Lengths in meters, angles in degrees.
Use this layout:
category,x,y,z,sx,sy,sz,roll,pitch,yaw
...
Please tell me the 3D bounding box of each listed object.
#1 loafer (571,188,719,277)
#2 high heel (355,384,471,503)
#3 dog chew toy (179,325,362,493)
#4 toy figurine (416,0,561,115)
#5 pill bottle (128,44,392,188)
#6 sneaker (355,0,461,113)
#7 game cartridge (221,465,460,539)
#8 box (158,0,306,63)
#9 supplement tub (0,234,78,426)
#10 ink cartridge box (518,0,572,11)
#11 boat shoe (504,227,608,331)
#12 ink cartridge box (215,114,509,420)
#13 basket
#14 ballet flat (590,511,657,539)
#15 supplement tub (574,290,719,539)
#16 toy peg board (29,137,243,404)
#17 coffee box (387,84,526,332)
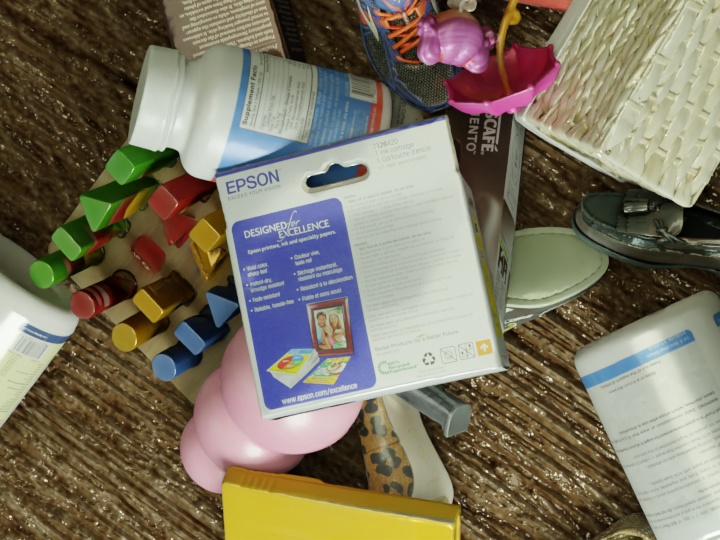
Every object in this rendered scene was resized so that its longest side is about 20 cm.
category,x,y,z,sx,sy,sz,roll,pitch,yaw
loafer,0.275,-0.036,1.489,0.199,0.063,0.072,16,49,5
high heel,0.014,0.164,1.571,0.142,0.071,0.201,35,116,37
dog chew toy,-0.084,0.119,1.539,0.125,0.124,0.200,51,126,7
toy figurine,0.097,-0.214,1.405,0.199,0.150,0.185,9,94,-32
pill bottle,-0.083,-0.120,1.476,0.199,0.112,0.113,12,93,-11
sneaker,0.025,-0.217,1.454,0.075,0.078,0.201,-24,102,5
game cartridge,-0.016,0.250,1.532,0.199,0.032,0.177,10,129,12
box,-0.116,-0.230,1.568,0.100,0.075,0.201,-15,90,12
supplement tub,-0.357,0.073,1.589,0.145,0.145,0.200,40,98,9
ink cartridge box,0.154,-0.320,1.521,0.116,0.067,0.201,13,93,12
boat shoe,0.113,0.018,1.536,0.200,0.061,0.072,-15,63,6
ink cartridge box,0.000,0.000,1.421,0.197,0.047,0.201,-13,81,13
basket,0.241,-0.165,1.449,0.200,0.135,0.123,-59,36,7
ballet flat,0.176,0.272,1.521,0.200,0.065,0.071,-42,83,9
supplement tub,0.270,0.130,1.468,0.132,0.132,0.201,-25,85,11
toy peg board,-0.170,-0.006,1.542,0.199,0.098,0.200,45,119,7
coffee box,0.071,-0.057,1.499,0.113,0.080,0.201,4,69,14
